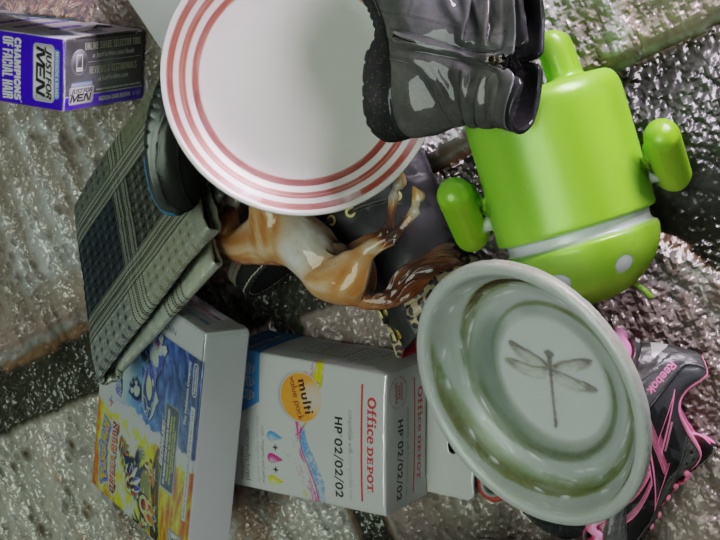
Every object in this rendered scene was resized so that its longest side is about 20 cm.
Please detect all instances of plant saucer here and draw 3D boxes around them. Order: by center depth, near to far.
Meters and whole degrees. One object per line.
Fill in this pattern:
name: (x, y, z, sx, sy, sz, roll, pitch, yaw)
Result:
plant saucer: (0.129, 0.078, 1.247, 0.200, 0.050, 0.201, 25, 129, 35)

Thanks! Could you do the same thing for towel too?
towel: (-0.169, -0.040, 1.435, 0.200, 0.034, 0.193, -50, 40, 37)

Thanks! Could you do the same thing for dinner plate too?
dinner plate: (-0.043, -0.138, 1.284, 0.199, 0.024, 0.201, 1, 84, -6)

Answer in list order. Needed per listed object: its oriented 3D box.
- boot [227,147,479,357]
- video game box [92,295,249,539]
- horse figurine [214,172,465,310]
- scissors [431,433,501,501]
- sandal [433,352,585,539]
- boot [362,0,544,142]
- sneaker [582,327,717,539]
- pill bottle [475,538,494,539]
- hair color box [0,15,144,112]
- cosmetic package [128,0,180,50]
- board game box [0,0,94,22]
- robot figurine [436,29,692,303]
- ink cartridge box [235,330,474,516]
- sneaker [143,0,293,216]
boot: (0.000, 0.000, 1.384, 0.200, 0.073, 0.151, -38, 76, 23)
video game box: (-0.159, 0.114, 1.469, 0.182, 0.047, 0.201, 29, 117, 55)
horse figurine: (-0.024, -0.030, 1.325, 0.200, 0.050, 0.133, 34, 104, 23)
scissors: (0.077, 0.082, 1.396, 0.073, 0.014, 0.201, -5, 95, 37)
sandal: (0.119, 0.111, 1.348, 0.075, 0.048, 0.201, -34, 102, -5)
boot: (0.065, -0.188, 1.222, 0.131, 0.070, 0.201, -5, 93, 38)
sneaker: (0.210, 0.144, 1.301, 0.095, 0.079, 0.201, 5, 100, 1)
pill bottle: (0.071, 0.269, 1.362, 0.199, 0.120, 0.120, -14, 93, 14)
hair color box: (-0.291, -0.178, 1.489, 0.199, 0.109, 0.065, 10, 105, 27)
cosmetic package: (-0.117, -0.183, 1.408, 0.051, 0.082, 0.200, -39, 80, 31)
board game box: (-0.317, -0.275, 1.415, 0.200, 0.159, 0.097, 34, 117, 46)
robot figurine: (0.143, -0.066, 1.268, 0.175, 0.116, 0.201, -16, 93, 10)
ink cartridge box: (-0.011, 0.121, 1.413, 0.199, 0.068, 0.116, 7, 104, 32)
sneaker: (-0.100, -0.133, 1.314, 0.082, 0.073, 0.201, 16, 87, 14)
